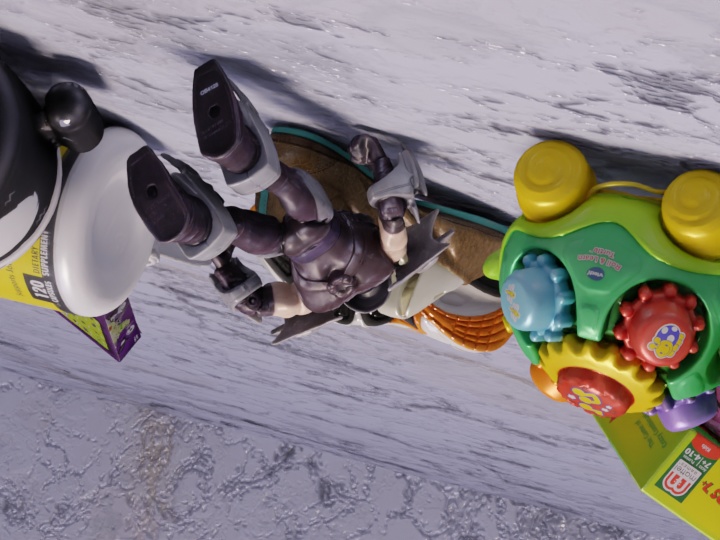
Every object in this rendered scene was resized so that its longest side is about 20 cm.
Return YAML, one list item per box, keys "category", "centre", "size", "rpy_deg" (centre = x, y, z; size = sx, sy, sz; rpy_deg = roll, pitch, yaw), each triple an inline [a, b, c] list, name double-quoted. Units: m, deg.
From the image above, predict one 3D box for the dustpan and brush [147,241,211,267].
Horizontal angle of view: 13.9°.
- category: "dustpan and brush"
  centre: [-0.150, -0.026, 1.908]
  size: [0.139, 0.058, 0.200]
  rpy_deg: [18, 172, -14]

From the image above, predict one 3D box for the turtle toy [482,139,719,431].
- category: "turtle toy"
  centre: [0.147, 0.024, 1.406]
  size: [0.199, 0.102, 0.146]
  rpy_deg: [13, 156, 23]

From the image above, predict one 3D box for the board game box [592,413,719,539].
- category: "board game box"
  centre: [0.185, 0.091, 1.739]
  size: [0.101, 0.048, 0.200]
  rpy_deg: [34, -168, -24]

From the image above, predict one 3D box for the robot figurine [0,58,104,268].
- category: "robot figurine"
  centre: [-0.226, -0.061, 1.564]
  size: [0.149, 0.125, 0.200]
  rpy_deg: [23, 173, 8]

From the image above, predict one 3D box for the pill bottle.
- category: "pill bottle"
  centre: [-0.226, -0.045, 1.730]
  size: [0.199, 0.113, 0.112]
  rpy_deg: [12, 172, 23]

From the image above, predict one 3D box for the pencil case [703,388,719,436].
- category: "pencil case"
  centre: [0.261, 0.076, 1.718]
  size: [0.082, 0.087, 0.200]
  rpy_deg: [7, 169, 36]

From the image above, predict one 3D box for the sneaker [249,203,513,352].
- category: "sneaker"
  centre: [0.000, 0.000, 1.766]
  size: [0.199, 0.076, 0.092]
  rpy_deg: [23, 174, -37]

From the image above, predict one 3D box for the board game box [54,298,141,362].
- category: "board game box"
  centre: [-0.202, -0.018, 1.891]
  size: [0.120, 0.032, 0.200]
  rpy_deg: [33, 164, 14]

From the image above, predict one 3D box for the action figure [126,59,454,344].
- category: "action figure"
  centre: [-0.034, -0.026, 1.496]
  size: [0.200, 0.130, 0.070]
  rpy_deg: [35, -160, -53]

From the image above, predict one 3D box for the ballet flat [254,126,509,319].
- category: "ballet flat"
  centre: [0.011, -0.016, 1.614]
  size: [0.068, 0.073, 0.199]
  rpy_deg: [11, 172, 42]
